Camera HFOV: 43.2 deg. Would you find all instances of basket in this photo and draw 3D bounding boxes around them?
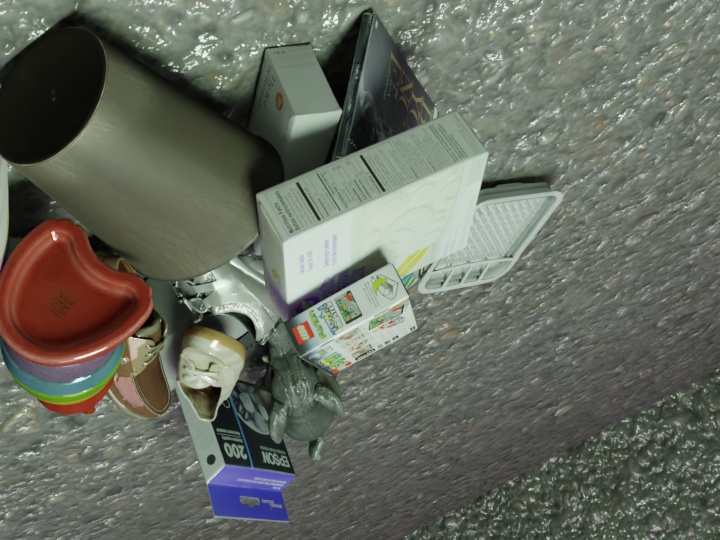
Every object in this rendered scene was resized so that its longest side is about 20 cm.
[{"bbox_3d":[-0.185,-0.093,0.740,0.177,0.139,0.200,-20,152,17],"label":"basket"}]

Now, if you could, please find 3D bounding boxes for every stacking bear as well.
[{"bbox_3d":[-0.260,0.067,0.811,0.114,0.121,0.201,-49,173,-29],"label":"stacking bear"}]

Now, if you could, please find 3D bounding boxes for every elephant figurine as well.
[{"bbox_3d":[-0.089,0.163,1.226,0.143,0.153,0.200,-60,178,-7],"label":"elephant figurine"}]

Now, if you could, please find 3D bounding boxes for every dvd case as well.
[{"bbox_3d":[0.031,-0.128,0.880,0.016,0.152,0.200,5,165,23],"label":"dvd case"}]

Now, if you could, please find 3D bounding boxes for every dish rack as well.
[{"bbox_3d":[0.168,-0.051,1.240,0.169,0.044,0.201,-9,148,-31],"label":"dish rack"}]

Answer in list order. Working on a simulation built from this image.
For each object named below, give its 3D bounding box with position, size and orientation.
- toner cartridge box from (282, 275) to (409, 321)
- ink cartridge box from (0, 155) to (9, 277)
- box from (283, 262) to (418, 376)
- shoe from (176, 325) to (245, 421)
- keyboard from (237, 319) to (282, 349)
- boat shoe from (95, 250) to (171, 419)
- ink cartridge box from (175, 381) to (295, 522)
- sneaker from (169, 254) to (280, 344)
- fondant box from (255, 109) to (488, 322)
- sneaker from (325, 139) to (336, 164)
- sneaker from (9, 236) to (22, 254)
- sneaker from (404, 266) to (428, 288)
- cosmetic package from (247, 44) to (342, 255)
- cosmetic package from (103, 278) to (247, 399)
[{"bbox_3d":[0.000,0.000,1.008,0.199,0.043,0.095,-40,148,-1],"label":"toner cartridge box"},{"bbox_3d":[-0.338,-0.043,0.712,0.114,0.068,0.202,6,139,-17],"label":"ink cartridge box"},{"bbox_3d":[-0.002,0.052,0.864,0.108,0.035,0.200,-28,168,-1],"label":"box"},{"bbox_3d":[-0.164,0.115,0.989,0.068,0.054,0.201,13,155,-3],"label":"shoe"},{"bbox_3d":[-0.090,0.048,1.084,0.199,0.021,0.127,-41,-176,-21],"label":"keyboard"},{"bbox_3d":[-0.234,0.070,0.924,0.070,0.076,0.203,-7,124,19],"label":"boat shoe"},{"bbox_3d":[-0.166,0.250,1.282,0.043,0.203,0.197,-30,154,16],"label":"ink cartridge box"},{"bbox_3d":[-0.161,0.009,0.913,0.197,0.084,0.075,25,165,-16],"label":"sneaker"},{"bbox_3d":[0.009,-0.042,0.807,0.197,0.059,0.145,-24,151,-16],"label":"fondant box"},{"bbox_3d":[-0.015,-0.030,0.915,0.088,0.205,0.075,12,173,-11],"label":"sneaker"},{"bbox_3d":[-0.325,0.030,0.881,0.076,0.082,0.199,-31,149,17],"label":"sneaker"},{"bbox_3d":[0.053,0.003,1.188,0.084,0.079,0.201,-13,150,-27],"label":"sneaker"},{"bbox_3d":[-0.076,-0.109,0.866,0.050,0.084,0.201,-13,150,-26],"label":"cosmetic package"},{"bbox_3d":[-0.216,0.065,1.042,0.199,0.091,0.106,-39,153,15],"label":"cosmetic package"}]
